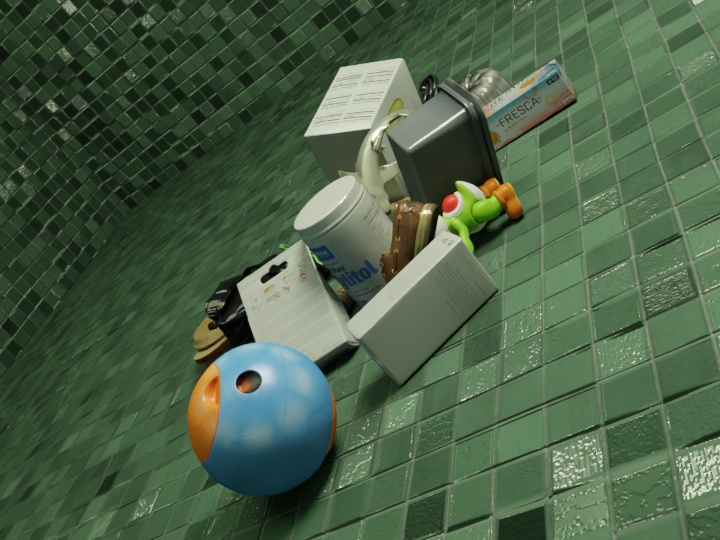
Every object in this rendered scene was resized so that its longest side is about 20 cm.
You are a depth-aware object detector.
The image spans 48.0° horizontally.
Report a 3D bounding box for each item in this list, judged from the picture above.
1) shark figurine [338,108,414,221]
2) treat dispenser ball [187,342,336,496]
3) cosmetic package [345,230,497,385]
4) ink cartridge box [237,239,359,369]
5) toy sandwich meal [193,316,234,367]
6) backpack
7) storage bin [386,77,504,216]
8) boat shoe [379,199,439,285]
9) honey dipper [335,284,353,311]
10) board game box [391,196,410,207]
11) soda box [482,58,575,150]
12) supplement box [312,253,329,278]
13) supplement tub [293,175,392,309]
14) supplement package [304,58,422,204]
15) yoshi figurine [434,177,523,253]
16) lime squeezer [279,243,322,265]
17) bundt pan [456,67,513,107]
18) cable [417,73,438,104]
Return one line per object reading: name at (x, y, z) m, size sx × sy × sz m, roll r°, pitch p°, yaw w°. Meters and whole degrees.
shark figurine at (0.021, -0.196, 1.375) m, size 0.089 × 0.127 × 0.216 m, roll 0°, pitch 73°, yaw 67°
treat dispenser ball at (-0.131, 0.198, 1.085) m, size 0.200 × 0.201 × 0.201 m, roll -35°, pitch 22°, yaw 16°
cosmetic package at (0.086, 0.051, 1.136) m, size 0.200 × 0.102 × 0.074 m, roll -42°, pitch 21°, yaw -5°
ink cartridge box at (-0.108, 0.073, 1.338) m, size 0.162 × 0.050 × 0.201 m, roll -33°, pitch 62°, yaw 21°
toy sandwich meal at (-0.262, 0.113, 1.660) m, size 0.205 × 0.070 × 0.205 m, roll -37°, pitch 17°, yaw 13°
backpack at (-0.169, 0.057, 1.488) m, size 0.199 × 0.155 × 0.191 m, roll -29°, pitch 24°, yaw 3°
storage bin at (0.129, -0.189, 1.318) m, size 0.134 × 0.201 × 0.146 m, roll -31°, pitch 43°, yaw -7°
boat shoe at (0.063, -0.009, 1.207) m, size 0.072 × 0.067 × 0.202 m, roll -37°, pitch -39°, yaw -67°
honey dipper at (0.000, 0.000, 1.469) m, size 0.038 × 0.038 × 0.200 m, roll -22°, pitch 26°, yaw 40°
board game box at (0.094, -0.088, 1.442) m, size 0.199 × 0.035 × 0.136 m, roll -20°, pitch 29°, yaw 29°
soda box at (0.292, -0.297, 1.484) m, size 0.199 × 0.068 × 0.064 m, roll -32°, pitch 23°, yaw 26°
supplement box at (-0.065, -0.061, 1.656) m, size 0.200 × 0.061 × 0.109 m, roll -51°, pitch 24°, yaw -23°
supplement tub at (0.001, -0.037, 1.308) m, size 0.132 × 0.200 × 0.132 m, roll -35°, pitch 22°, yaw 17°
supplement package at (0.024, -0.260, 1.548) m, size 0.146 × 0.192 × 0.201 m, roll -1°, pitch 49°, yaw 31°
yoshi figurine at (0.156, -0.056, 1.269) m, size 0.199 × 0.113 × 0.112 m, roll -29°, pitch 62°, yaw -5°
lime squeezer at (-0.064, -0.035, 1.536) m, size 0.199 × 0.071 × 0.038 m, roll -8°, pitch 61°, yaw 37°
bundt pan at (0.227, -0.348, 1.688) m, size 0.201 × 0.076 × 0.202 m, roll -34°, pitch 22°, yaw 16°
cable at (0.120, -0.325, 1.731) m, size 0.201 × 0.050 × 0.164 m, roll 102°, pitch -178°, yaw -57°
